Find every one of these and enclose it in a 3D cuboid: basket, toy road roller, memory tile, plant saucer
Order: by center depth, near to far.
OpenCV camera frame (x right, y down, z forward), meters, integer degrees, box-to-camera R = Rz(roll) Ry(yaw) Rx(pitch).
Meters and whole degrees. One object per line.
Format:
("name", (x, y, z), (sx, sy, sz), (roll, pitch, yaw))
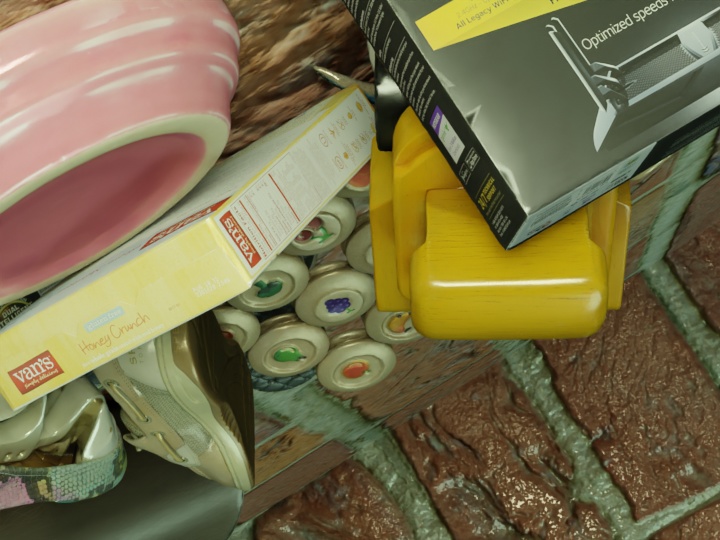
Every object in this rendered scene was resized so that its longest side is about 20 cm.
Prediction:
("plant saucer", (-0.130, -0.041, 0.733), (0.200, 0.051, 0.201), (-32, 171, -6))
("toy road roller", (0.064, -0.013, 0.819), (0.123, 0.146, 0.200), (0, 143, 4))
("memory tile", (0.000, 0.000, 1.003), (0.153, 0.017, 0.200), (15, 132, -35))
("basket", (-0.213, 0.183, 1.341), (0.200, 0.136, 0.180), (-20, 160, -39))

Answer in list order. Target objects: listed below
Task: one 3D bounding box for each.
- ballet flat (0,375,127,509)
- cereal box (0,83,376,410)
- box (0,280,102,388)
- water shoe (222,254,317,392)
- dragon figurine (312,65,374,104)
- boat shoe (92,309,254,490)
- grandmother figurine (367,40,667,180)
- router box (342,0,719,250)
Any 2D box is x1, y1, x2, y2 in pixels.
("ballet flat", (-0.176, 0.087, 0.933), (0.071, 0.069, 0.200), (-59, 156, 18))
("cereal box", (-0.078, -0.015, 0.844), (0.144, 0.040, 0.200), (-27, -169, 28))
("box", (-0.191, 0.054, 1.006), (0.200, 0.049, 0.161), (-34, 168, 6))
("water shoe", (-0.065, -0.010, 1.047), (0.071, 0.079, 0.200), (-12, 140, -9))
("dragon figurine", (0.028, -0.082, 0.991), (0.099, 0.059, 0.200), (-40, 167, 36))
("boat shoe", (-0.100, 0.070, 0.977), (0.065, 0.072, 0.200), (-7, 155, 6))
("grandmother figurine", (0.075, -0.101, 0.910), (0.200, 0.121, 0.061), (15, 101, -46))
("router box", (0.102, -0.126, 0.726), (0.200, 0.157, 0.052), (-30, 170, -13))
